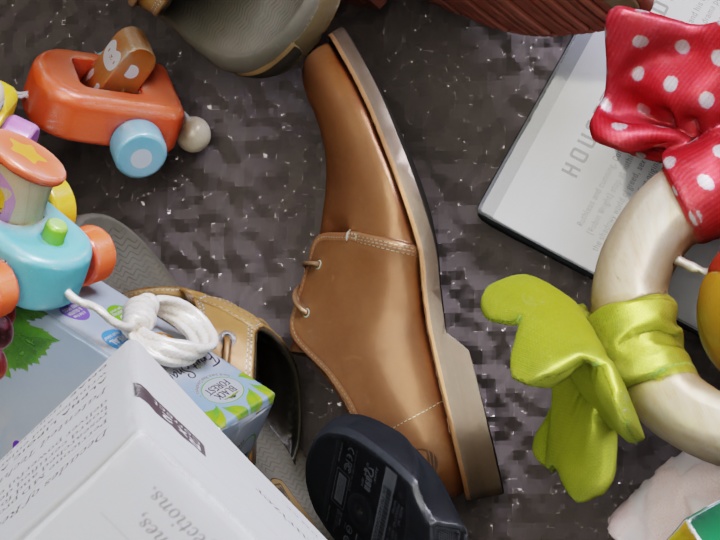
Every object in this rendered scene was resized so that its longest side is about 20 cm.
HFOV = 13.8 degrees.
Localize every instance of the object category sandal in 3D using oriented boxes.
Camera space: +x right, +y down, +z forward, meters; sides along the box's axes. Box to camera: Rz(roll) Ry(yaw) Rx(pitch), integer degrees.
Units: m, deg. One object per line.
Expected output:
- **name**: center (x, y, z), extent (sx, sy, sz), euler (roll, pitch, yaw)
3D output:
- **sandal**: center (-0.049, 0.053, 1.190), extent (0.055, 0.082, 0.200), euler (-41, 76, 21)
- **sandal**: center (-0.077, -0.141, 1.204), extent (0.200, 0.054, 0.082), euler (42, 116, 40)

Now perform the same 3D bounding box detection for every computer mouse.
- **computer mouse**: center (0.047, 0.118, 1.110), extent (0.200, 0.034, 0.059), euler (44, 134, 36)

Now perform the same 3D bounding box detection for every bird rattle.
- **bird rattle**: center (0.140, 0.002, 1.133), extent (0.163, 0.113, 0.200), euler (26, 69, 17)

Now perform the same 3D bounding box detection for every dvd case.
- **dvd case**: center (0.168, -0.041, 1.198), extent (0.199, 0.025, 0.151), euler (29, 86, 15)

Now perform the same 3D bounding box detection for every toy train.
- **toy train**: center (-0.114, -0.048, 1.167), extent (0.150, 0.200, 0.056), euler (11, 121, -20)

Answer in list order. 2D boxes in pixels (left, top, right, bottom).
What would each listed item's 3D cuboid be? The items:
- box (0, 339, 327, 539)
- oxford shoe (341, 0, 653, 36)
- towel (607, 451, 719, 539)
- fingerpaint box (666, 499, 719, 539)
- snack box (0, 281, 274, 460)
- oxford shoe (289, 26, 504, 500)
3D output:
- **box**: center (-0.083, 0.171, 1.051), extent (0.200, 0.131, 0.199), euler (-42, 103, 5)
- **oxford shoe**: center (0.037, -0.144, 1.197), extent (0.199, 0.071, 0.074), euler (15, 76, 35)
- **towel**: center (0.228, 0.104, 1.138), extent (0.200, 0.032, 0.191), euler (-40, 82, 3)
- **fingerpaint box**: center (0.159, 0.198, 1.081), extent (0.073, 0.167, 0.200), euler (-23, 68, -40)
- **snack box**: center (-0.135, 0.100, 1.174), extent (0.142, 0.053, 0.201), euler (31, 115, 15)
- **oxford shoe**: center (0.000, 0.000, 1.198), extent (0.071, 0.071, 0.201), euler (-14, 77, 3)
